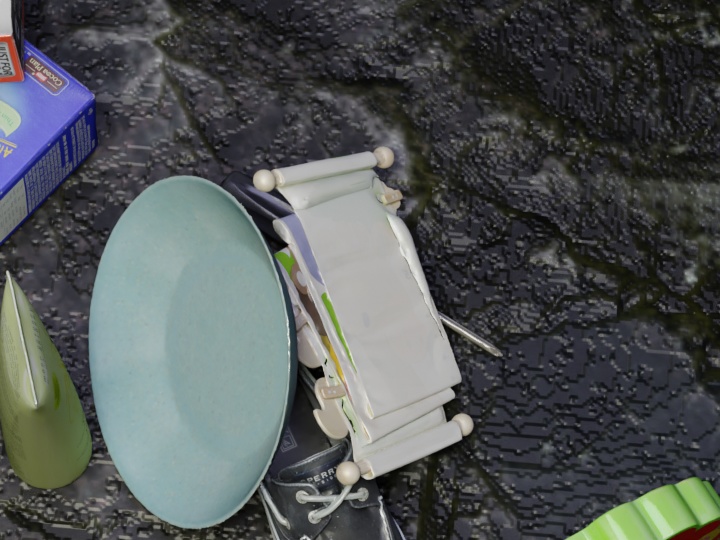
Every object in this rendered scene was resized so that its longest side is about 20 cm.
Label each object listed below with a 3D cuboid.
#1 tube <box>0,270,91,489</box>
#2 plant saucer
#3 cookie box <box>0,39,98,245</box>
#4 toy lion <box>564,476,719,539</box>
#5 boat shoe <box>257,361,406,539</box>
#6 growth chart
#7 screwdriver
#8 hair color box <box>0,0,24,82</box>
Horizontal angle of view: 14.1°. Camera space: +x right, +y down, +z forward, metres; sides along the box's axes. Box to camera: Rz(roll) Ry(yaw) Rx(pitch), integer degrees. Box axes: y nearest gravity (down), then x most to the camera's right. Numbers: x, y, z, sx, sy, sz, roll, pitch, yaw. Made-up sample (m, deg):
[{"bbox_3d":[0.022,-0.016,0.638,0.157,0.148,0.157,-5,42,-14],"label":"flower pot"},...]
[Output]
[{"bbox_3d":[-0.179,0.071,1.622,0.058,0.200,0.052,33,72,11],"label":"tube"},{"bbox_3d":[-0.086,0.046,1.662,0.039,0.201,0.201,-1,63,-37],"label":"plant saucer"},{"bbox_3d":[-0.285,-0.071,1.743,0.171,0.075,0.200,38,70,14],"label":"cookie box"},{"bbox_3d":[0.106,0.186,1.585,0.200,0.192,0.069,-25,70,-23],"label":"toy lion"},{"bbox_3d":[-0.023,0.125,1.679,0.072,0.068,0.200,-22,70,-12],"label":"boat shoe"},{"bbox_3d":[0.001,0.023,1.693,0.145,0.018,0.200,-5,74,-49],"label":"growth chart"},{"bbox_3d":[0.000,0.000,1.763,0.200,0.029,0.028,33,69,1],"label":"screwdriver"},{"bbox_3d":[-0.299,-0.161,1.709,0.199,0.061,0.102,-3,65,1],"label":"hair color box"}]
